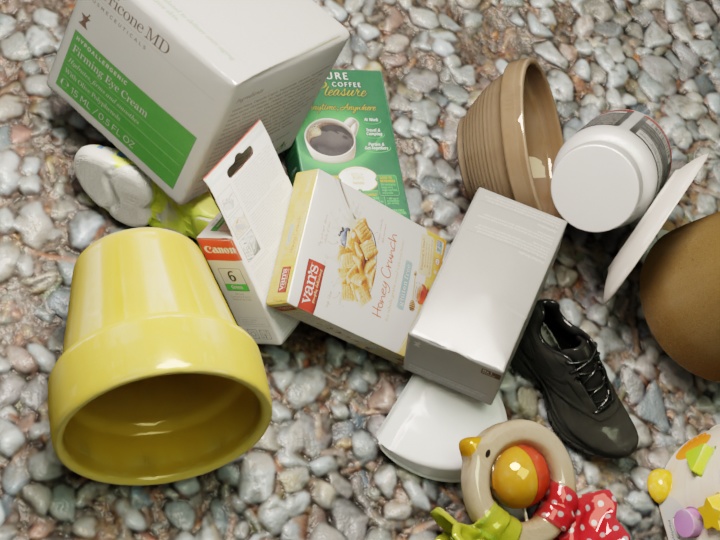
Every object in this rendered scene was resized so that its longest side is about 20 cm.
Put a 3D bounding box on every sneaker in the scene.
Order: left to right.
[{"bbox_3d":[-0.194,-0.088,1.437,0.200,0.076,0.105,31,46,-10],"label":"sneaker"},{"bbox_3d":[0.231,0.117,1.486,0.076,0.091,0.200,-39,86,-31],"label":"sneaker"}]

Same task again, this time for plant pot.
[{"bbox_3d":[-0.196,0.072,1.299,0.200,0.201,0.189,0,52,-20],"label":"plant pot"},{"bbox_3d":[0.164,-0.130,1.541,0.092,0.201,0.202,-8,65,19],"label":"plant pot"},{"bbox_3d":[0.428,0.001,1.469,0.186,0.200,0.187,7,67,-18],"label":"plant pot"}]

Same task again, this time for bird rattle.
[{"bbox_3d":[0.170,0.230,1.386,0.199,0.113,0.164,-9,87,-19],"label":"bird rattle"}]

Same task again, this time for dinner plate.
[{"bbox_3d":[0.320,-0.050,1.531,0.024,0.200,0.200,36,60,9],"label":"dinner plate"}]

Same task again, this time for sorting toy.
[{"bbox_3d":[0.398,0.245,1.440,0.106,0.180,0.201,-5,69,-22],"label":"sorting toy"}]

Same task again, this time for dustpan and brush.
[{"bbox_3d":[0.127,0.181,1.447,0.200,0.057,0.140,33,71,3],"label":"dustpan and brush"}]

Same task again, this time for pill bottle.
[{"bbox_3d":[0.276,-0.110,1.537,0.116,0.116,0.200,47,24,4],"label":"pill bottle"}]

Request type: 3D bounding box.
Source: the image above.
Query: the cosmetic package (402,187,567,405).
[{"bbox_3d":[0.129,0.025,1.430,0.107,0.090,0.200,24,63,10],"label":"cosmetic package"}]

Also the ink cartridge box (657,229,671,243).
[{"bbox_3d":[0.413,0.036,1.601,0.199,0.068,0.116,15,64,-14],"label":"ink cartridge box"}]

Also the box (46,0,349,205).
[{"bbox_3d":[-0.162,-0.213,1.393,0.199,0.172,0.200,42,39,11],"label":"box"}]

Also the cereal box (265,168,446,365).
[{"bbox_3d":[0.000,0.000,1.420,0.200,0.039,0.144,26,69,-41],"label":"cereal box"}]

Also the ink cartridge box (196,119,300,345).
[{"bbox_3d":[-0.105,-0.037,1.377,0.109,0.050,0.200,-52,131,-40],"label":"ink cartridge box"}]

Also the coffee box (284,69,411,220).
[{"bbox_3d":[-0.020,-0.126,1.524,0.123,0.044,0.201,-3,69,-22],"label":"coffee box"}]
